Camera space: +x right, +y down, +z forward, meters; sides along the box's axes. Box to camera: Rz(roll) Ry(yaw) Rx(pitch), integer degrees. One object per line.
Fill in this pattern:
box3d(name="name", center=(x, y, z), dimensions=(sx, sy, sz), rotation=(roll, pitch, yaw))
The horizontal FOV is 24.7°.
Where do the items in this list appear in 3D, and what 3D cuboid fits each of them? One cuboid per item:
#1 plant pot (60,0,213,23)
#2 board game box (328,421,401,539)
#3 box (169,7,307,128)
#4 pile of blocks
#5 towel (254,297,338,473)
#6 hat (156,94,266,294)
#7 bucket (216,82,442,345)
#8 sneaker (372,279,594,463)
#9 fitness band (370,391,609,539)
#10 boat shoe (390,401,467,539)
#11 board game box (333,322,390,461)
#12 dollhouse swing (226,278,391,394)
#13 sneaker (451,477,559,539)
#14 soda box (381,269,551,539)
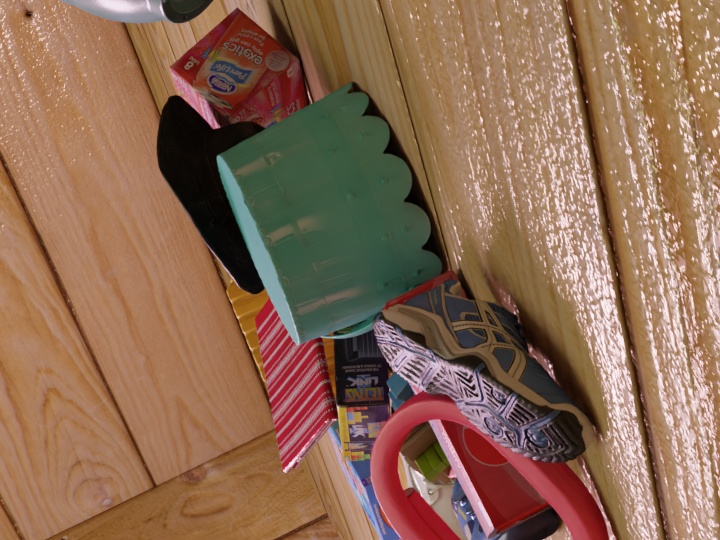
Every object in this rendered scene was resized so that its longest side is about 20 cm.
box3d(name="plant pot", center=(-0.208, -0.329, 1.644), dimensions=(0.134, 0.201, 0.201), rotation=(33, 160, 19))
box3d(name="board game box", center=(0.006, 0.305, 2.490), dimensions=(0.200, 0.045, 0.153), rotation=(56, 168, 48))
box3d(name="box", center=(-0.117, -0.158, 1.690), dimensions=(0.095, 0.100, 0.201), rotation=(40, 162, 22))
box3d(name="pile of blocks", center=(0.067, 0.140, 1.501), dimensions=(0.062, 0.081, 0.201), rotation=(-123, 13, -47))
box3d(name="towel", center=(-0.069, 0.101, 1.800), dimensions=(0.145, 0.022, 0.202), rotation=(127, 138, -51))
box3d(name="hat", center=(-0.107, -0.084, 1.534), dimensions=(0.201, 0.080, 0.202), rotation=(54, -157, -34))
box3d(name="bucket", center=(-0.029, -0.043, 1.409), dimensions=(0.207, 0.134, 0.209), rotation=(157, 90, -83))
box3d(name="sneaker", center=(0.095, 0.064, 1.165), dimensions=(0.199, 0.077, 0.076), rotation=(35, 150, 39))
box3d(name="fitness band", center=(0.096, 0.177, 1.229), dimensions=(0.200, 0.037, 0.144), rotation=(45, 125, 6))
box3d(name="boat shoe", center=(0.076, 0.206, 1.659), dimensions=(0.067, 0.073, 0.201), rotation=(78, 166, -68))
box3d(name="board game box", center=(0.002, 0.087, 1.671), dimensions=(0.200, 0.056, 0.167), rotation=(87, 179, -69))
box3d(name="dollhouse swing", center=(-0.066, 0.066, 1.895), dimensions=(0.176, 0.180, 0.202), rotation=(-64, -47, -74))
box3d(name="sneaker", center=(0.116, 0.205, 1.417), dimensions=(0.200, 0.073, 0.083), rotation=(129, 118, -80))
box3d(name="soda box", center=(0.088, 0.107, 1.312), dimensions=(0.202, 0.069, 0.063), rotation=(63, 172, 14))
